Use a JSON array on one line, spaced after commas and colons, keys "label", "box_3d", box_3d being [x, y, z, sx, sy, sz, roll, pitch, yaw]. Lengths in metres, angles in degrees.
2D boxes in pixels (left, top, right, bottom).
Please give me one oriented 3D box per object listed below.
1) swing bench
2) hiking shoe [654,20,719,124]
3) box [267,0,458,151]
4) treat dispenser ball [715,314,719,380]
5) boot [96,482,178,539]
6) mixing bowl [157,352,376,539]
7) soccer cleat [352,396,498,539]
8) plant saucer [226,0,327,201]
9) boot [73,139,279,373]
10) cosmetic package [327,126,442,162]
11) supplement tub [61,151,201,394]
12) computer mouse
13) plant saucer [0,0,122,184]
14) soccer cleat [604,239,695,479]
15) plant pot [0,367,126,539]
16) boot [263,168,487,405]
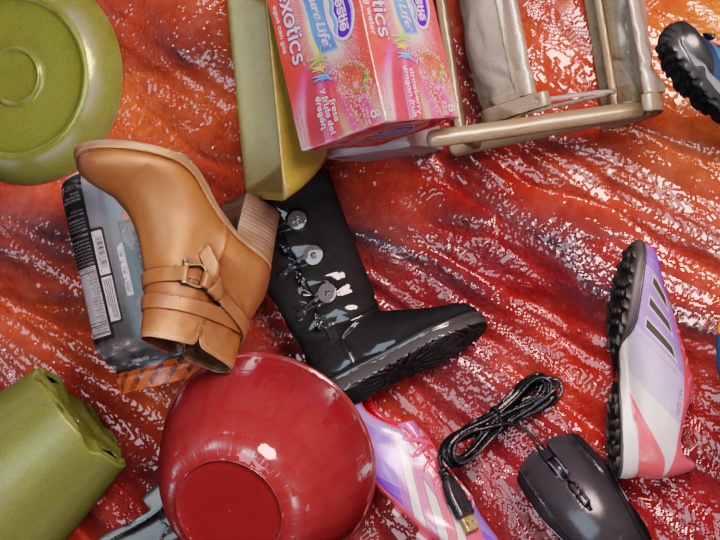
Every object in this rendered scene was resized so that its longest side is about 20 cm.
[{"label": "swing bench", "box_3d": [0.147, -0.213, 1.693, 0.198, 0.130, 0.201, -9, 88, 13]}, {"label": "hiking shoe", "box_3d": [0.320, -0.152, 1.636, 0.200, 0.074, 0.087, 35, 90, -28]}, {"label": "box", "box_3d": [-0.004, -0.205, 1.626, 0.094, 0.102, 0.202, -16, 84, 39]}, {"label": "treat dispenser ball", "box_3d": [0.379, 0.060, 1.584, 0.199, 0.201, 0.203, 1, 92, 18]}, {"label": "boot", "box_3d": [-0.158, 0.291, 1.836, 0.200, 0.069, 0.174, -46, 78, 12]}, {"label": "mixing bowl", "box_3d": [-0.096, 0.182, 1.719, 0.199, 0.108, 0.202, 6, 110, 16]}, {"label": "soccer cleat", "box_3d": [0.050, 0.178, 1.770, 0.200, 0.067, 0.077, 38, 98, 16]}, {"label": "plant saucer", "box_3d": [-0.070, -0.163, 1.740, 0.048, 0.200, 0.202, -6, 94, -12]}, {"label": "boot", "box_3d": [-0.167, -0.013, 1.704, 0.199, 0.074, 0.156, 23, 67, -18]}, {"label": "cosmetic package", "box_3d": [0.009, -0.197, 1.747, 0.090, 0.107, 0.202, -10, 90, 19]}, {"label": "supplement tub", "box_3d": [-0.190, 0.003, 1.809, 0.122, 0.122, 0.202, -14, 88, 18]}, {"label": "computer mouse", "box_3d": [0.155, 0.198, 1.721, 0.140, 0.046, 0.201, -30, 82, -5]}, {"label": "plant saucer", "box_3d": [-0.319, -0.181, 1.893, 0.199, 0.031, 0.202, 0, 92, 18]}, {"label": "soccer cleat", "box_3d": [0.248, 0.075, 1.707, 0.073, 0.068, 0.202, 2, 88, -6]}, {"label": "plant pot", "box_3d": [-0.320, 0.195, 1.839, 0.190, 0.200, 0.200, -41, 80, 2]}, {"label": "boot", "box_3d": [-0.001, 0.000, 1.778, 0.164, 0.066, 0.201, -25, 68, 1]}]
